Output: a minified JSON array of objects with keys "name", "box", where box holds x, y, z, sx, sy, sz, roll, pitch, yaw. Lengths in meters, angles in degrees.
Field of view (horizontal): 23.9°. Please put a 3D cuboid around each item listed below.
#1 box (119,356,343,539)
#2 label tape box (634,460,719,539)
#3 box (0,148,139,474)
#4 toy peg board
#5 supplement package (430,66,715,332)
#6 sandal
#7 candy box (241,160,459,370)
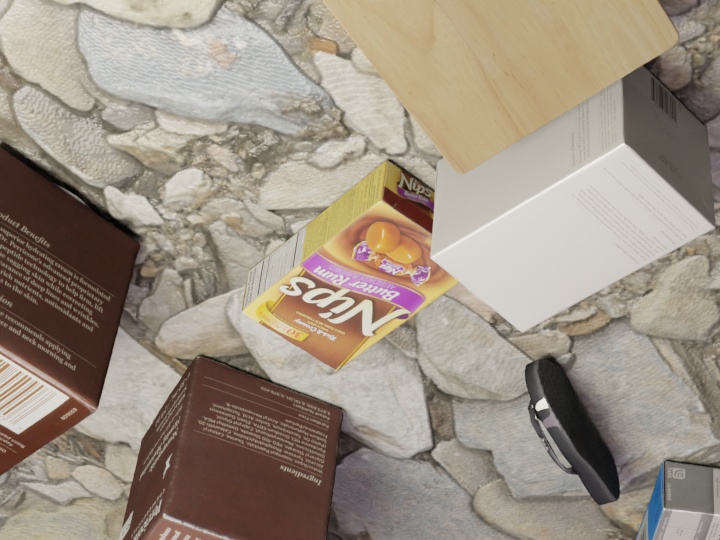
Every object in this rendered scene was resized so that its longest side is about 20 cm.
[{"name":"box","box":[-0.130,0.226,1.662,0.164,0.200,0.166,23,134,-15]},{"name":"label tape box","box":[0.391,0.272,1.736,0.199,0.063,0.145,7,137,1]},{"name":"box","box":[-0.319,0.040,1.485,0.166,0.200,0.164,36,129,-26]},{"name":"toy peg board","box":[0.098,-0.212,1.276,0.199,0.098,0.200,-31,126,14]},{"name":"supplement package","box":[0.169,-0.063,1.381,0.200,0.120,0.121,-31,126,33]},{"name":"sandal","box":[0.198,0.165,1.642,0.043,0.076,0.200,-16,131,21]},{"name":"candy box","box":[0.000,0.000,1.517,0.116,0.057,0.200,32,132,-24]}]
